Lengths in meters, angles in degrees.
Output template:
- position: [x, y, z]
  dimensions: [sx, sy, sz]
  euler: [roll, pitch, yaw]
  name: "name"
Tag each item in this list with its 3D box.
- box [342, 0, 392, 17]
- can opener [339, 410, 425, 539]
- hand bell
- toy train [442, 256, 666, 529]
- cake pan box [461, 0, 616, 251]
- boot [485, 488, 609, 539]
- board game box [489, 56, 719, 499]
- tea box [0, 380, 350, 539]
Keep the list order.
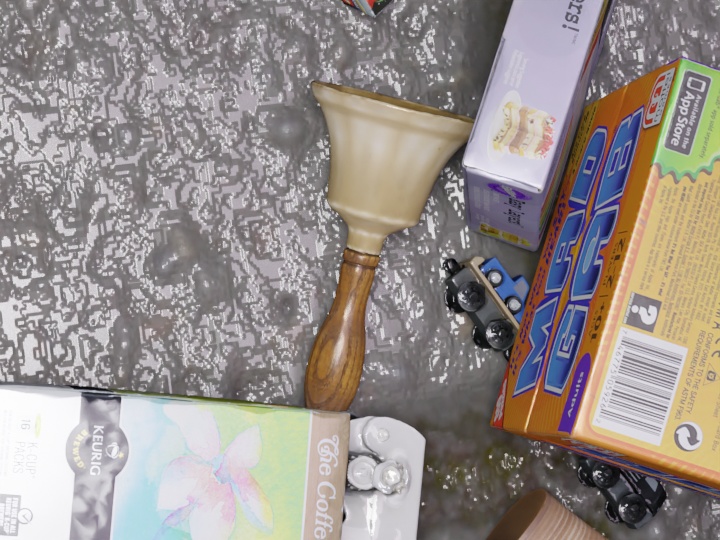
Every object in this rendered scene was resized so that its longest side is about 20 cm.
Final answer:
- position: [0.038, -0.264, 1.179]
  dimensions: [0.200, 0.040, 0.137]
  euler: [-44, 128, -12]
  name: "box"
- position: [0.002, 0.179, 1.139]
  dimensions: [0.052, 0.066, 0.201]
  euler: [8, 77, -16]
  name: "can opener"
- position: [0.000, 0.000, 1.179]
  dimensions: [0.104, 0.104, 0.201]
  euler: [11, 98, -13]
  name: "hand bell"
- position: [0.118, 0.067, 1.218]
  dimensions: [0.046, 0.034, 0.200]
  euler: [-39, 97, -14]
  name: "toy train"
- position: [0.108, -0.124, 1.144]
  dimensions: [0.052, 0.184, 0.201]
  euler: [18, 81, 5]
  name: "cake pan box"
- position: [0.099, 0.248, 1.193]
  dimensions: [0.155, 0.077, 0.200]
  euler: [45, 71, -12]
  name: "boot"
- position: [0.209, 0.022, 1.111]
  dimensions: [0.199, 0.200, 0.201]
  euler: [18, 84, -7]
  name: "board game box"
- position: [-0.118, 0.166, 1.103]
  dimensions: [0.196, 0.134, 0.201]
  euler: [5, 87, -14]
  name: "tea box"
